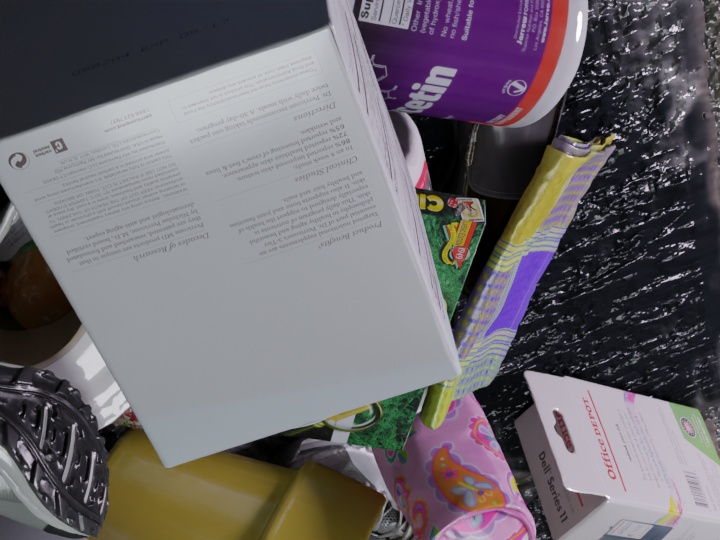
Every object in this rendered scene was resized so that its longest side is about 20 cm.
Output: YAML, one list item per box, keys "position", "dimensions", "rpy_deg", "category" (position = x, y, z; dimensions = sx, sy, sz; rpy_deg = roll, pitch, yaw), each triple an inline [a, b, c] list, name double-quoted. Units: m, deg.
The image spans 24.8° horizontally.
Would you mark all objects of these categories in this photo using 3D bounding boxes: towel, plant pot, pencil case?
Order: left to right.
- position: [-0.106, 0.207, 1.152]
  dimensions: [0.188, 0.201, 0.201]
  rpy_deg: [27, 133, 4]
  category: "plant pot"
- position: [0.050, 0.125, 1.127]
  dimensions: [0.087, 0.200, 0.088]
  rpy_deg: [-11, 130, -14]
  category: "pencil case"
- position: [0.099, 0.002, 1.031]
  dimensions: [0.201, 0.023, 0.144]
  rpy_deg: [-64, 167, 12]
  category: "towel"

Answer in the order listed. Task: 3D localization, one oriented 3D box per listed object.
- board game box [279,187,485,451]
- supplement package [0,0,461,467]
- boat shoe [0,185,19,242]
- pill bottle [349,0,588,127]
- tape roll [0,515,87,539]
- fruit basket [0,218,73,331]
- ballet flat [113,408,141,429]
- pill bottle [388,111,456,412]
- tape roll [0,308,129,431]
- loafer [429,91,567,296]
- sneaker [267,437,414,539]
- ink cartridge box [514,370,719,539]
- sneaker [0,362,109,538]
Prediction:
- position: [-0.002, 0.029, 0.950]
  dimensions: [0.104, 0.024, 0.201]
  rpy_deg: [6, 134, -10]
  category: "board game box"
- position: [-0.060, -0.046, 0.756]
  dimensions: [0.151, 0.151, 0.201]
  rpy_deg: [-18, 129, 6]
  category: "supplement package"
- position: [-0.222, -0.012, 0.832]
  dimensions: [0.072, 0.066, 0.200]
  rpy_deg: [43, 99, -16]
  category: "boat shoe"
- position: [0.014, -0.142, 0.870]
  dimensions: [0.199, 0.113, 0.113]
  rpy_deg: [5, 135, -26]
  category: "pill bottle"
- position: [-0.201, 0.214, 1.026]
  dimensions: [0.066, 0.200, 0.201]
  rpy_deg: [-46, 149, -25]
  category: "tape roll"
- position: [-0.224, 0.016, 0.999]
  dimensions: [0.185, 0.094, 0.200]
  rpy_deg: [-41, 116, 17]
  category: "fruit basket"
- position: [-0.093, 0.076, 1.120]
  dimensions: [0.199, 0.064, 0.076]
  rpy_deg: [-18, 144, 0]
  category: "ballet flat"
- position: [0.000, 0.000, 1.014]
  dimensions: [0.110, 0.111, 0.201]
  rpy_deg: [-17, 134, -1]
  category: "pill bottle"
- position: [-0.197, -0.002, 0.910]
  dimensions: [0.201, 0.071, 0.204]
  rpy_deg: [-2, 108, -5]
  category: "tape roll"
- position: [0.091, -0.070, 1.015]
  dimensions: [0.072, 0.073, 0.201]
  rpy_deg: [-2, 137, -17]
  category: "loafer"
- position: [0.026, 0.190, 1.257]
  dimensions: [0.199, 0.116, 0.075]
  rpy_deg: [11, 133, -32]
  category: "sneaker"
- position: [0.196, 0.156, 1.281]
  dimensions: [0.199, 0.118, 0.067]
  rpy_deg: [16, 133, -34]
  category: "ink cartridge box"
- position: [-0.207, 0.083, 0.852]
  dimensions: [0.079, 0.074, 0.200]
  rpy_deg: [-22, 136, 30]
  category: "sneaker"
